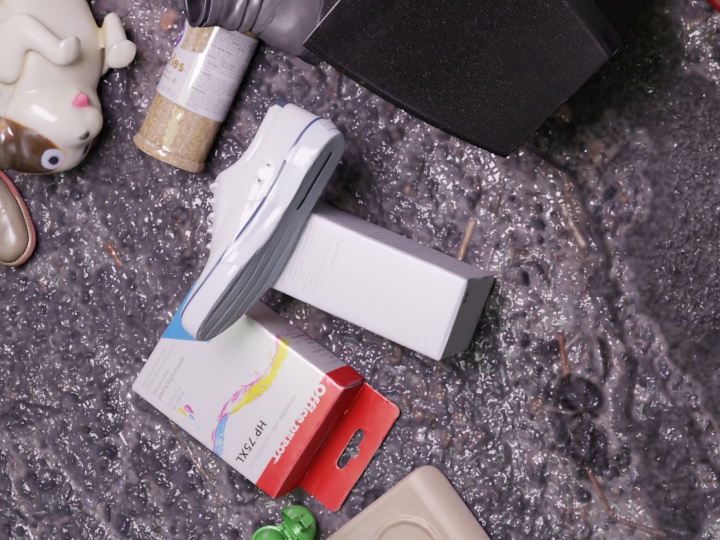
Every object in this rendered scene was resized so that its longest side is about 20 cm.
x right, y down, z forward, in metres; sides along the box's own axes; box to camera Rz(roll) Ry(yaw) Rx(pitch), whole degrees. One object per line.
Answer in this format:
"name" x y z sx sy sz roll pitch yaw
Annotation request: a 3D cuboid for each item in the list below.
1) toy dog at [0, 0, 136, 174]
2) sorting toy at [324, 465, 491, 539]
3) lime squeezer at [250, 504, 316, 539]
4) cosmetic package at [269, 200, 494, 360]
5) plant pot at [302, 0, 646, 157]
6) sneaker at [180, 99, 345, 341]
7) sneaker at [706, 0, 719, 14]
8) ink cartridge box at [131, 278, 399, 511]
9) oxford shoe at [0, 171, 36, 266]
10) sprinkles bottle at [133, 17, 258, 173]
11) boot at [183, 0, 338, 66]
"toy dog" -0.286 -0.183 1.424 0.192 0.139 0.203 -15 87 30
"sorting toy" 0.038 0.293 1.394 0.199 0.036 0.186 -38 81 10
"lime squeezer" -0.075 0.239 1.411 0.038 0.071 0.200 41 134 -8
"cosmetic package" 0.000 0.000 1.359 0.198 0.101 0.072 23 99 16
"plant pot" 0.106 -0.210 1.258 0.177 0.200 0.199 43 125 -4
"sneaker" -0.089 -0.041 1.303 0.070 0.073 0.201 34 92 22
"sneaker" 0.318 -0.245 1.270 0.115 0.078 0.200 -41 99 4
"ink cartridge box" -0.079 0.108 1.403 0.199 0.067 0.117 35 101 13
"oxford shoe" -0.372 -0.081 1.482 0.200 0.075 0.071 46 103 10
"sprinkles bottle" -0.126 -0.186 1.408 0.068 0.068 0.202 27 99 14
"boot" -0.067 -0.275 1.333 0.130 0.070 0.202 18 68 -25
